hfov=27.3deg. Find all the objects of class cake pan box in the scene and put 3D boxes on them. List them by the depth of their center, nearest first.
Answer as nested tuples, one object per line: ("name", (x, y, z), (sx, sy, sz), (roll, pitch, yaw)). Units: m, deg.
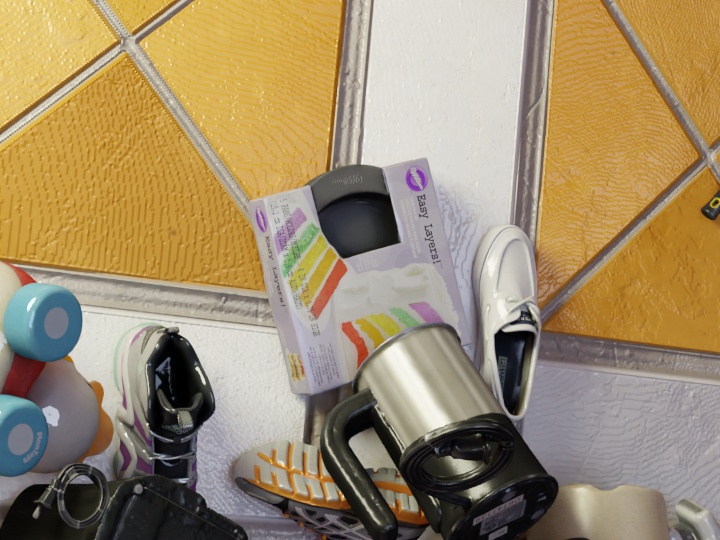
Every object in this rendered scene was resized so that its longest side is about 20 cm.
("cake pan box", (0.000, 0.000, 1.422), (0.183, 0.052, 0.202), (-14, 93, -27))

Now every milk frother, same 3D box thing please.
("milk frother", (0.071, 0.131, 1.314), (0.179, 0.201, 0.189), (-12, 52, -31))

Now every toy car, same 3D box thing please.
("toy car", (-0.279, 0.098, 1.249), (0.200, 0.183, 0.178), (29, 73, -50))

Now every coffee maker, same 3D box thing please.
("coffee maker", (-0.218, 0.224, 1.213), (0.135, 0.199, 0.193), (-47, 112, -37))

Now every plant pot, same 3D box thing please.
("plant pot", (0.232, 0.309, 1.448), (0.199, 0.200, 0.185), (10, 71, -24))

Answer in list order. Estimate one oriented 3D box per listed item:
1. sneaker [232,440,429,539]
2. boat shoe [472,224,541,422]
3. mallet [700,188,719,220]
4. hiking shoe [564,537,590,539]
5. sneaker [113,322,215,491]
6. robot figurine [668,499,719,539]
("sneaker", (-0.027, 0.221, 1.385), (0.198, 0.078, 0.078), (17, 120, -9))
("boat shoe", (0.154, 0.053, 1.480), (0.073, 0.065, 0.202), (2, 86, -24))
("mallet", (0.439, -0.139, 1.640), (0.200, 0.041, 0.066), (-40, 65, -9))
("hiking shoe", (0.127, 0.274, 1.385), (0.076, 0.199, 0.101), (47, 27, -43))
("sneaker", (-0.166, 0.145, 1.286), (0.077, 0.140, 0.202), (-9, 90, -25))
("robot figurine", (0.365, 0.340, 1.534), (0.169, 0.113, 0.201), (-28, 99, -4))
